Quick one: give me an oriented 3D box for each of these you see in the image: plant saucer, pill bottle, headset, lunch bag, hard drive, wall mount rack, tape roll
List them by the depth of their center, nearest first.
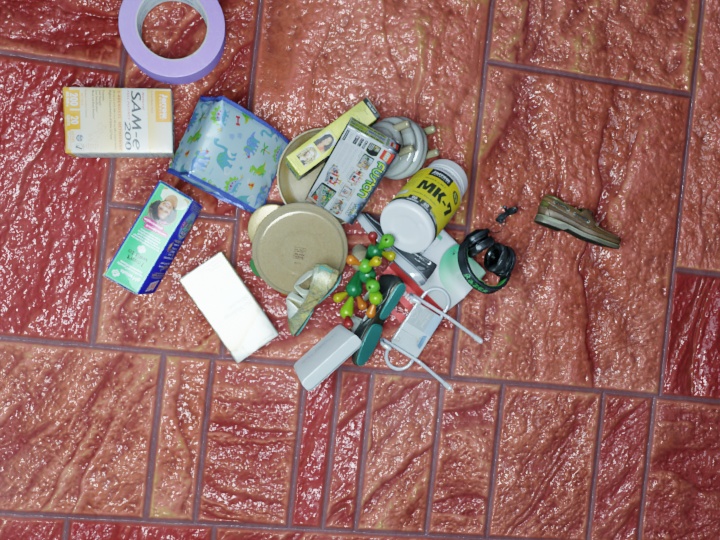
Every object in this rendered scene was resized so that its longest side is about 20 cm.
[{"bbox_3d":[-0.068,0.164,1.405,0.132,0.200,0.026,-42,98,-6],"label":"hard drive"},{"bbox_3d":[-0.246,-0.221,1.411,0.200,0.127,0.171,25,87,-38],"label":"lunch bag"},{"bbox_3d":[-0.365,-0.471,1.415,0.199,0.066,0.201,0,92,-9],"label":"tape roll"},{"bbox_3d":[0.132,-0.134,1.438,0.114,0.114,0.200,47,47,-7],"label":"pill bottle"},{"bbox_3d":[-0.072,-0.189,1.482,0.199,0.035,0.201,0,91,-10],"label":"plant saucer"},{"bbox_3d":[0.142,0.143,1.487,0.173,0.075,0.200,32,98,-5],"label":"wall mount rack"},{"bbox_3d":[0.273,-0.047,1.490,0.123,0.094,0.200,37,51,-15],"label":"headset"}]

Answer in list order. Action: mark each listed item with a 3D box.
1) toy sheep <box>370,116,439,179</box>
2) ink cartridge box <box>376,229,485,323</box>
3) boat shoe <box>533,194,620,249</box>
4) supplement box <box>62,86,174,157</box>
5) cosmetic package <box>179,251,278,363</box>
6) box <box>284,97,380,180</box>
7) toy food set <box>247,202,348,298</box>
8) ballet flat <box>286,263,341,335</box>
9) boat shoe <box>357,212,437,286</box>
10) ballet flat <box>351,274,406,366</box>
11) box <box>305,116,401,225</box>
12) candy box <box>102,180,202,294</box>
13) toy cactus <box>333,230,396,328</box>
[{"bbox_3d":[0.071,-0.246,1.444,0.200,0.137,0.139,3,91,-50],"label":"toy sheep"},{"bbox_3d":[0.139,0.021,1.516,0.161,0.050,0.200,43,82,-7],"label":"ink cartridge box"},{"bbox_3d":[0.476,-0.104,1.556,0.199,0.072,0.068,20,89,-9],"label":"boat shoe"},{"bbox_3d":[-0.462,-0.284,1.396,0.199,0.074,0.127,-2,92,-10],"label":"supplement box"},{"bbox_3d":[-0.260,0.072,1.438,0.103,0.073,0.200,-36,95,-7],"label":"cosmetic package"},{"bbox_3d":[-0.056,-0.258,1.430,0.200,0.075,0.050,-38,94,-6],"label":"box"},{"bbox_3d":[-0.124,-0.039,1.451,0.199,0.049,0.199,-6,107,-5],"label":"toy food set"},{"bbox_3d":[-0.108,0.053,1.421,0.070,0.200,0.071,20,45,-21],"label":"ballet flat"},{"bbox_3d":[0.075,-0.057,1.466,0.066,0.070,0.200,-44,69,-1],"label":"boat shoe"},{"bbox_3d":[0.023,0.097,1.487,0.068,0.068,0.201,28,87,32],"label":"ballet flat"},{"bbox_3d":[-0.017,-0.186,1.390,0.110,0.035,0.200,28,131,-10],"label":"box"},{"bbox_3d":[-0.385,-0.058,1.365,0.077,0.169,0.201,29,86,-5],"label":"candy box"},{"bbox_3d":[0.000,0.000,1.428,0.102,0.165,0.201,11,116,-15],"label":"toy cactus"}]
